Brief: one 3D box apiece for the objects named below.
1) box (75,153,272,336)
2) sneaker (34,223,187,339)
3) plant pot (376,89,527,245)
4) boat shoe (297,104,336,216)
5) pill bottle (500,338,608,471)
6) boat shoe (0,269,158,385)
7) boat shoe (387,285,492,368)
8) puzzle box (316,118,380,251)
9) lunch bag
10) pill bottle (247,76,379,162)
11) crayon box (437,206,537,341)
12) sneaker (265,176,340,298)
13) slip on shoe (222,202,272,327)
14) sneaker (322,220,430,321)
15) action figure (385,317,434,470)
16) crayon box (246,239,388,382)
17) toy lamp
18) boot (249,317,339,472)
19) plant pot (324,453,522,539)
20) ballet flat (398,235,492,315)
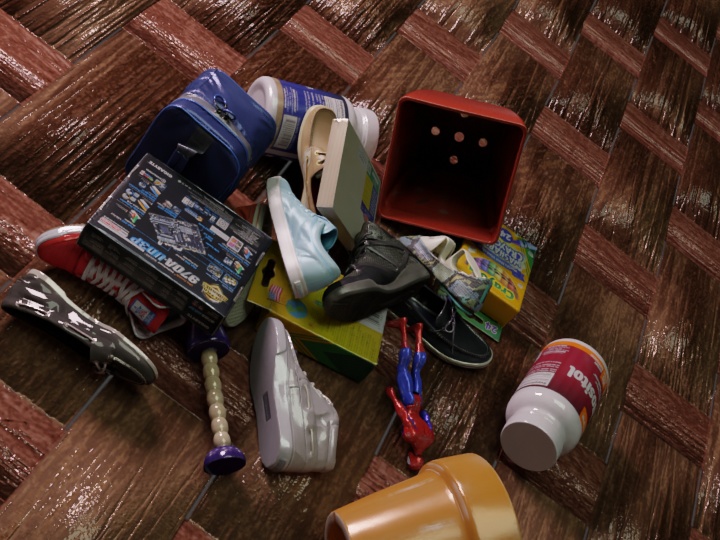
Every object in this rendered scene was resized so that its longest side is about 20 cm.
[{"bbox_3d":[-0.224,-0.036,1.224,0.199,0.046,0.160,34,42,-8],"label":"box"},{"bbox_3d":[-0.297,0.016,1.211,0.198,0.071,0.113,13,45,-29],"label":"sneaker"},{"bbox_3d":[0.151,-0.188,1.590,0.197,0.202,0.177,14,28,4],"label":"plant pot"},{"bbox_3d":[-0.049,-0.143,1.450,0.073,0.066,0.203,-1,91,-26],"label":"boat shoe"},{"bbox_3d":[0.279,0.196,1.438,0.113,0.113,0.200,42,43,3],"label":"pill bottle"},{"bbox_3d":[-0.326,0.080,1.148,0.199,0.067,0.057,37,58,4],"label":"boat shoe"},{"bbox_3d":[0.117,0.075,1.462,0.199,0.062,0.075,36,41,-7],"label":"boat shoe"},{"bbox_3d":[-0.014,-0.110,1.421,0.025,0.200,0.135,3,70,16],"label":"puzzle box"},{"bbox_3d":[-0.214,-0.159,1.322,0.135,0.200,0.133,40,45,-7],"label":"lunch bag"},{"bbox_3d":[-0.077,-0.222,1.533,0.198,0.116,0.117,9,50,-30],"label":"pill bottle"},{"bbox_3d":[0.205,0.003,1.592,0.125,0.052,0.201,33,43,-7],"label":"crayon box"},{"bbox_3d":[-0.073,-0.051,1.326,0.081,0.074,0.202,-15,55,-5],"label":"sneaker"},{"bbox_3d":[-0.166,-0.009,1.338,0.060,0.075,0.202,2,52,10],"label":"slip on shoe"},{"bbox_3d":[0.000,0.000,1.360,0.198,0.076,0.115,-20,65,-46],"label":"sneaker"},{"bbox_3d":[0.067,0.169,1.343,0.065,0.051,0.203,25,52,-50],"label":"action figure"},{"bbox_3d":[-0.063,0.052,1.361,0.198,0.051,0.128,29,43,-13],"label":"crayon box"},{"bbox_3d":[-0.177,0.144,1.202,0.058,0.058,0.202,7,54,-30],"label":"toy lamp"},{"bbox_3d":[-0.081,0.160,1.254,0.095,0.073,0.202,14,57,-33],"label":"boot"},{"bbox_3d":[0.062,0.324,1.135,0.181,0.201,0.202,-5,57,-20],"label":"plant pot"},{"bbox_3d":[0.130,-0.011,1.490,0.073,0.075,0.200,-4,35,-37],"label":"ballet flat"}]
